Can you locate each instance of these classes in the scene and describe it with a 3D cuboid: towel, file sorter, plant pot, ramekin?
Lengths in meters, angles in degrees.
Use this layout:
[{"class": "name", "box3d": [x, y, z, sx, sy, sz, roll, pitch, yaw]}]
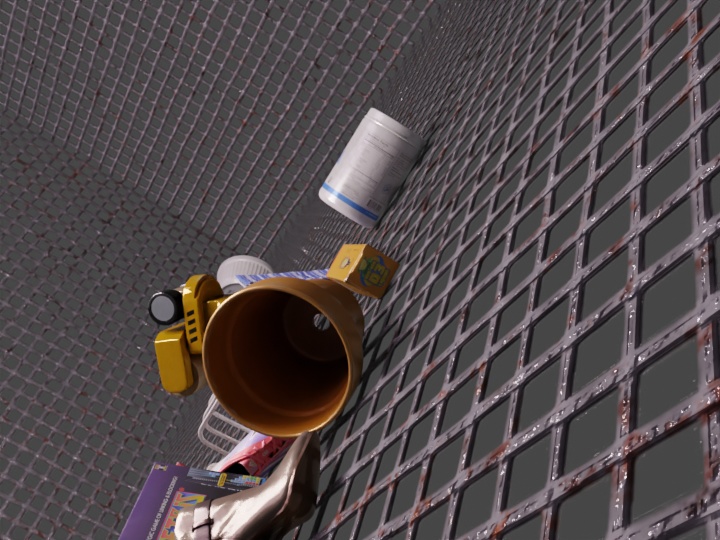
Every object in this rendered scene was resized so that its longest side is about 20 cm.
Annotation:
[{"class": "towel", "box3d": [-0.112, 0.011, 1.482, 0.145, 0.200, 0.024, -160, 68, -71]}, {"class": "file sorter", "box3d": [-0.163, 0.198, 1.320, 0.139, 0.124, 0.200, -58, 10, 17]}, {"class": "plant pot", "box3d": [-0.079, 0.093, 1.111, 0.200, 0.200, 0.183, -55, -5, 21]}, {"class": "ramekin", "box3d": [-0.368, 0.059, 2.679, 0.200, 0.200, 0.105, -51, 21, 41]}]

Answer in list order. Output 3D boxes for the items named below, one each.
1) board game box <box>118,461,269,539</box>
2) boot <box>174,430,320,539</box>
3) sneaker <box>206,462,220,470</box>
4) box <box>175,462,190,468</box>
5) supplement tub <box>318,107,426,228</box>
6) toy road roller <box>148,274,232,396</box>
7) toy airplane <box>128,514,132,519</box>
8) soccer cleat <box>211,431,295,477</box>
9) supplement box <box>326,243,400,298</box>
[{"class": "board game box", "box3d": [-0.196, 0.322, 1.008, 0.200, 0.165, 0.057, -82, 1, -66]}, {"class": "boot", "box3d": [-0.129, 0.267, 0.920, 0.146, 0.070, 0.200, -7, 43, 20]}, {"class": "sneaker", "box3d": [-0.202, 0.346, 1.277, 0.200, 0.078, 0.077, -49, -41, -84]}, {"class": "box", "box3d": [-0.315, 0.423, 1.535, 0.100, 0.095, 0.200, -61, 9, -15]}, {"class": "supplement tub", "box3d": [0.022, -0.194, 1.606, 0.200, 0.132, 0.132, -58, 9, 5]}, {"class": "toy road roller", "box3d": [-0.262, 0.107, 1.428, 0.123, 0.146, 0.200, -26, -69, -71]}, {"class": "toy airplane", "box3d": [-0.309, 0.435, 1.325, 0.200, 0.141, 0.199, -59, 11, -7]}, {"class": "soccer cleat", "box3d": [-0.133, 0.245, 1.148, 0.200, 0.068, 0.073, -44, 4, -1]}, {"class": "supplement box", "box3d": [0.000, 0.000, 1.312, 0.067, 0.069, 0.200, -60, 8, -3]}]
